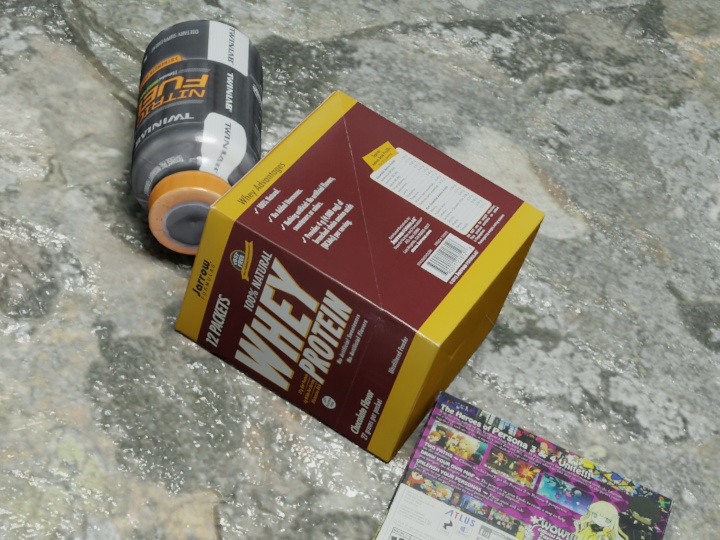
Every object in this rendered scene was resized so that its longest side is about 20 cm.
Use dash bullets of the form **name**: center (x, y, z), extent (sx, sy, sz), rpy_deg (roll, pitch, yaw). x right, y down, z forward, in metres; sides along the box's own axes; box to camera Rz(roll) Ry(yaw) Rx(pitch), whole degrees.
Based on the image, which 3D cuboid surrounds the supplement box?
- **supplement box**: center (0.000, 0.000, 1.476), extent (0.199, 0.133, 0.197), rpy_deg (31, 43, 11)

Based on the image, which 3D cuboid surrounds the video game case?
- **video game case**: center (0.118, 0.195, 1.394), extent (0.199, 0.036, 0.182), rpy_deg (25, 42, 3)

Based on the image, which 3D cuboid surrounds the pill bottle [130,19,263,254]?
- **pill bottle**: center (-0.132, -0.105, 1.552), extent (0.105, 0.107, 0.201), rpy_deg (11, 42, -12)
